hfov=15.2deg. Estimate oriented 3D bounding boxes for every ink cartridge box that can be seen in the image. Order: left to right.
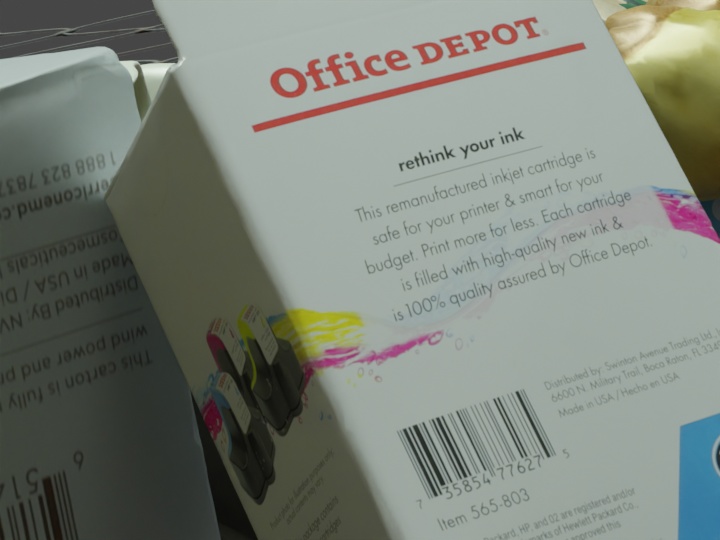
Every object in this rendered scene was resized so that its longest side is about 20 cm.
[{"bbox_3d":[0.018,0.003,0.642,0.115,0.200,0.068,-15,-21,-28],"label":"ink cartridge box"}]

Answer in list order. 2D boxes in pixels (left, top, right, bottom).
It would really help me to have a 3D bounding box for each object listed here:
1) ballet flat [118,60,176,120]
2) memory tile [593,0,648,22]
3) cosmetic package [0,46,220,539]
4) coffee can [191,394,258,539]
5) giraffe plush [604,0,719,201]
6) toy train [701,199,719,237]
[{"bbox_3d":[-0.077,-0.042,0.983,0.072,0.072,0.200,-7,2,14],"label":"ballet flat"},{"bbox_3d":[0.093,-0.102,0.957,0.200,0.017,0.153,27,22,22],"label":"memory tile"},{"bbox_3d":[-0.167,0.044,0.701,0.167,0.167,0.200,-20,13,-42],"label":"cosmetic package"},{"bbox_3d":[0.000,0.000,0.822,0.146,0.147,0.200,-9,11,7],"label":"coffee can"},{"bbox_3d":[0.182,-0.071,0.754,0.200,0.163,0.172,32,31,18],"label":"giraffe plush"},{"bbox_3d":[0.187,-0.043,0.982,0.150,0.056,0.200,20,17,13],"label":"toy train"}]
